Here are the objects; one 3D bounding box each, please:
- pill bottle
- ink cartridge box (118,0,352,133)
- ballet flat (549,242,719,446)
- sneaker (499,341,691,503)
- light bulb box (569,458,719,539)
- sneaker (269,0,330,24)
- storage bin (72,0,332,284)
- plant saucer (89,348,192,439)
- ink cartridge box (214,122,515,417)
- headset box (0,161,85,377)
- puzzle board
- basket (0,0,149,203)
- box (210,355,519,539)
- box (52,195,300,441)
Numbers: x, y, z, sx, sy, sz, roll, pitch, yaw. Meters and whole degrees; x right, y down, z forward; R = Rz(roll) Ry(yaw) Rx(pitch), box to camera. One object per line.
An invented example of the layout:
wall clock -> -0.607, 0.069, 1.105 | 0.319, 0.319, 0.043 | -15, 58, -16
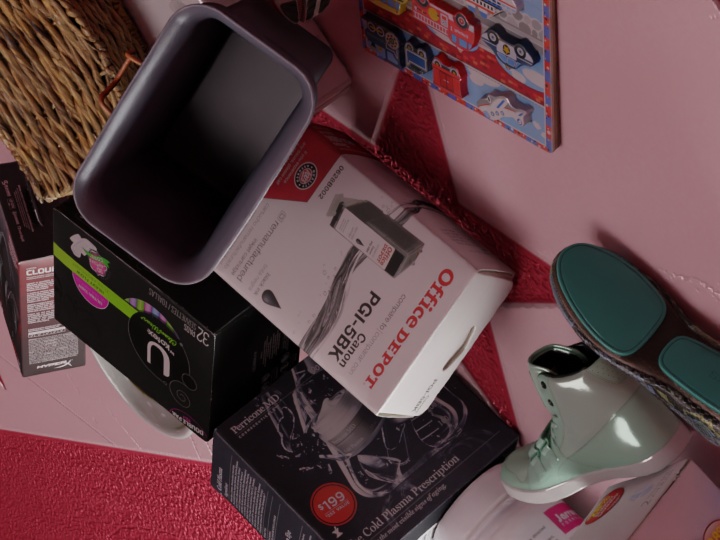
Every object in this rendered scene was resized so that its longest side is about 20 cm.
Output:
pill bottle -> 0.162, 0.263, 1.692 | 0.200, 0.113, 0.114 | 42, 150, 21
ink cartridge box -> -0.114, -0.197, 1.647 | 0.201, 0.085, 0.145 | 55, 153, -5
ballet flat -> 0.213, 0.060, 1.446 | 0.200, 0.074, 0.075 | 44, 151, 26
sneaker -> 0.157, 0.110, 1.571 | 0.119, 0.074, 0.200 | 52, 143, -10
light bulb box -> 0.230, 0.285, 1.496 | 0.200, 0.198, 0.125 | 45, 152, -5
sneaker -> -0.069, -0.284, 1.506 | 0.085, 0.077, 0.202 | 10, 119, 60
storage bin -> -0.114, -0.116, 1.516 | 0.145, 0.134, 0.201 | 35, 115, 1
plant saucer -> -0.227, 0.085, 2.171 | 0.200, 0.050, 0.201 | 38, 149, 28
ink cartridge box -> 0.000, 0.000, 1.604 | 0.200, 0.147, 0.083 | 40, -167, 23
headset box -> -0.344, -0.011, 2.148 | 0.201, 0.076, 0.150 | 97, 156, -47
puzzle board -> 0.064, -0.183, 1.457 | 0.199, 0.017, 0.152 | 32, 145, 35
basket -> -0.238, -0.186, 1.704 | 0.142, 0.149, 0.201 | -25, 102, 30
box -> 0.001, 0.165, 1.742 | 0.182, 0.200, 0.104 | 42, 151, 21
box -> -0.160, 0.017, 1.767 | 0.199, 0.124, 0.149 | 35, 142, 24
